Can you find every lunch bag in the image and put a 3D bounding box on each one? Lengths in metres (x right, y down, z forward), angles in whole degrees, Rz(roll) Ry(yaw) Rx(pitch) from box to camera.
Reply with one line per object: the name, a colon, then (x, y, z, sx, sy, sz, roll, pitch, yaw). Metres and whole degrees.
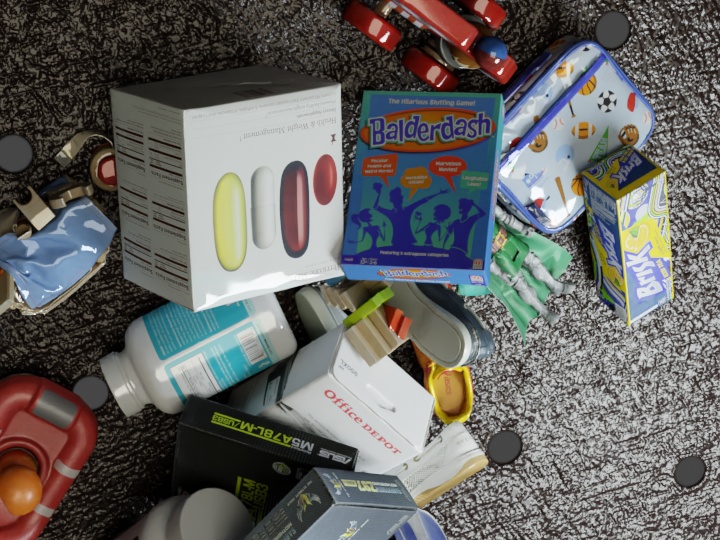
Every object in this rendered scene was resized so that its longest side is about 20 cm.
lunch bag: (0.211, -0.149, 1.700, 0.200, 0.076, 0.160, -46, 115, -2)

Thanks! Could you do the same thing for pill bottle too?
pill bottle: (-0.199, 0.312, 1.681, 0.119, 0.120, 0.200, 28, 141, -20)
pill bottle: (-0.176, 0.081, 1.669, 0.198, 0.111, 0.112, -26, 111, -4)

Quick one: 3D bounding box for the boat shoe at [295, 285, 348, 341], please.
boat shoe: (0.000, 0.087, 1.742, 0.071, 0.070, 0.202, -39, 113, -17)

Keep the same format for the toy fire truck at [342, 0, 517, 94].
toy fire truck: (0.081, -0.252, 1.591, 0.199, 0.168, 0.113, 35, 98, -20)

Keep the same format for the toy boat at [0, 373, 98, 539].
toy boat: (-0.367, 0.219, 1.657, 0.130, 0.131, 0.201, 30, 99, -20)

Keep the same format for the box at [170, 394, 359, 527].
box: (-0.109, 0.233, 1.685, 0.191, 0.048, 0.201, 16, 139, 1)

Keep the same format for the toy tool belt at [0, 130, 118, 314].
toy tool belt: (-0.304, -0.041, 1.593, 0.200, 0.123, 0.125, -44, 112, 3)

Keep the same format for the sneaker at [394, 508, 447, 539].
sneaker: (0.062, 0.362, 1.809, 0.114, 0.081, 0.200, -26, 142, 5)

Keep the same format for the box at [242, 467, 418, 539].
box: (-0.056, 0.287, 1.599, 0.200, 0.051, 0.157, -47, 148, 18)

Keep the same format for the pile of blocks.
pile of blocks: (0.000, 0.000, 1.646, 0.062, 0.201, 0.082, -38, 153, 29)

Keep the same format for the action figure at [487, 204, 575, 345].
action figure: (0.156, -0.020, 1.688, 0.200, 0.054, 0.119, 41, 67, -33)

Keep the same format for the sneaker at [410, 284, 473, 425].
sneaker: (0.090, 0.076, 1.746, 0.072, 0.077, 0.202, -20, 102, -5)

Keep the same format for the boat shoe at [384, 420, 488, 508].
boat shoe: (0.060, 0.232, 1.776, 0.199, 0.070, 0.070, -37, 72, 33)

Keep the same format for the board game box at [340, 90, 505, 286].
board game box: (0.067, -0.088, 1.614, 0.150, 0.045, 0.202, 2, 68, 12)

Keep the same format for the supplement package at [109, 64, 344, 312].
supplement package: (-0.132, -0.088, 1.573, 0.190, 0.147, 0.202, -15, 112, -35)

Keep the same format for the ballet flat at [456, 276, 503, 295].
ballet flat: (0.097, -0.057, 1.715, 0.070, 0.067, 0.202, -19, 109, 9)

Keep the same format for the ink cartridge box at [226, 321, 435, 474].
ink cartridge box: (-0.039, 0.163, 1.690, 0.144, 0.085, 0.199, 41, 131, -21)

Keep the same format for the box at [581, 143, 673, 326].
box: (0.298, -0.037, 1.722, 0.070, 0.064, 0.201, -30, 137, -14)

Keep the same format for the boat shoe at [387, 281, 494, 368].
boat shoe: (0.067, 0.031, 1.678, 0.061, 0.200, 0.076, -3, 122, -44)
